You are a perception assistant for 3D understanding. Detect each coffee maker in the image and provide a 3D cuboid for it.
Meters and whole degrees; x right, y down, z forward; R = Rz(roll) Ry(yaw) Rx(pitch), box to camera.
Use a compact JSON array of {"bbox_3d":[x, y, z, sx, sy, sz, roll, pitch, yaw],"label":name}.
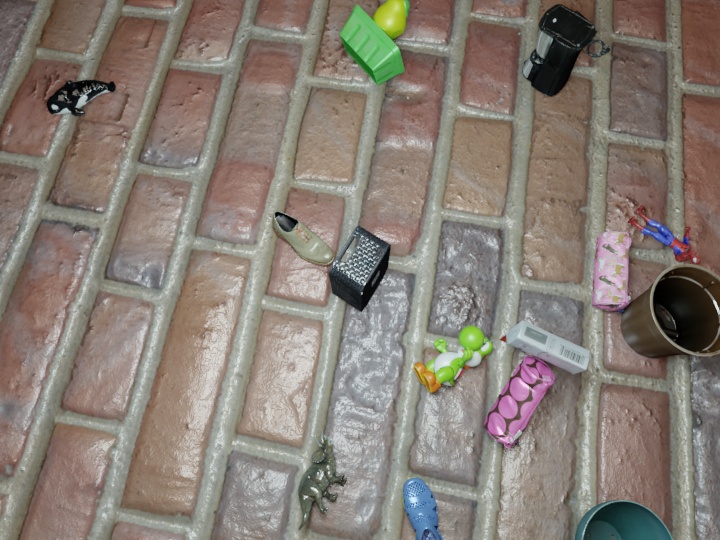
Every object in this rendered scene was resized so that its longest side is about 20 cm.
[{"bbox_3d":[0.553,-0.585,1.455,0.132,0.201,0.195,-26,72,-6],"label":"coffee maker"}]

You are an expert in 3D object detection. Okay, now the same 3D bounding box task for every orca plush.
[{"bbox_3d":[-0.803,-0.506,1.496,0.194,0.071,0.108,-10,73,-3],"label":"orca plush"}]

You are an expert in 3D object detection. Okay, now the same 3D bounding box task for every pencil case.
[{"bbox_3d":[0.638,0.001,1.334,0.084,0.083,0.205,10,72,4],"label":"pencil case"},{"bbox_3d":[0.363,0.300,1.193,0.089,0.094,0.204,19,108,-9],"label":"pencil case"}]

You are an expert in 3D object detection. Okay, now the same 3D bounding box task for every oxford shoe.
[{"bbox_3d":[-0.152,-0.082,1.362,0.197,0.075,0.071,32,74,9],"label":"oxford shoe"}]

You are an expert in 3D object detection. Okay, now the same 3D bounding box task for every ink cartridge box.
[{"bbox_3d":[0.411,0.190,1.210,0.159,0.201,0.058,24,69,7],"label":"ink cartridge box"}]

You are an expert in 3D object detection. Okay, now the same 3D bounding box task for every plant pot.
[{"bbox_3d":[0.541,0.593,1.121,0.194,0.135,0.206,0,73,0],"label":"plant pot"},{"bbox_3d":[0.727,0.113,1.238,0.194,0.199,0.206,0,73,-1],"label":"plant pot"}]

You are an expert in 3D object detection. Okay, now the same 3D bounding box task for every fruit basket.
[{"bbox_3d":[0.064,-0.676,1.505,0.209,0.155,0.222,-2,82,11],"label":"fruit basket"}]

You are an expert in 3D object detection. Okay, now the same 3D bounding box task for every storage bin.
[{"bbox_3d":[0.000,0.000,1.270,0.092,0.201,0.137,30,74,9],"label":"storage bin"}]

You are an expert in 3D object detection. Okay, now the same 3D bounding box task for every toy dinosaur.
[{"bbox_3d":[-0.095,0.482,1.199,0.101,0.077,0.203,25,79,20],"label":"toy dinosaur"}]

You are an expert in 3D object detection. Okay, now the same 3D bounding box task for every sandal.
[{"bbox_3d":[0.144,0.561,1.157,0.077,0.087,0.205,-17,71,-4],"label":"sandal"}]

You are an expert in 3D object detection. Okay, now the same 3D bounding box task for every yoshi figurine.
[{"bbox_3d":[0.225,0.199,1.261,0.196,0.113,0.114,-27,68,-11],"label":"yoshi figurine"}]

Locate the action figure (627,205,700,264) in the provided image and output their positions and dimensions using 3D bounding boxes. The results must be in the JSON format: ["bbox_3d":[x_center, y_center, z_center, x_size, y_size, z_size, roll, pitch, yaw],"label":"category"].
[{"bbox_3d":[0.804,-0.093,1.359,0.199,0.099,0.065,42,78,9],"label":"action figure"}]
